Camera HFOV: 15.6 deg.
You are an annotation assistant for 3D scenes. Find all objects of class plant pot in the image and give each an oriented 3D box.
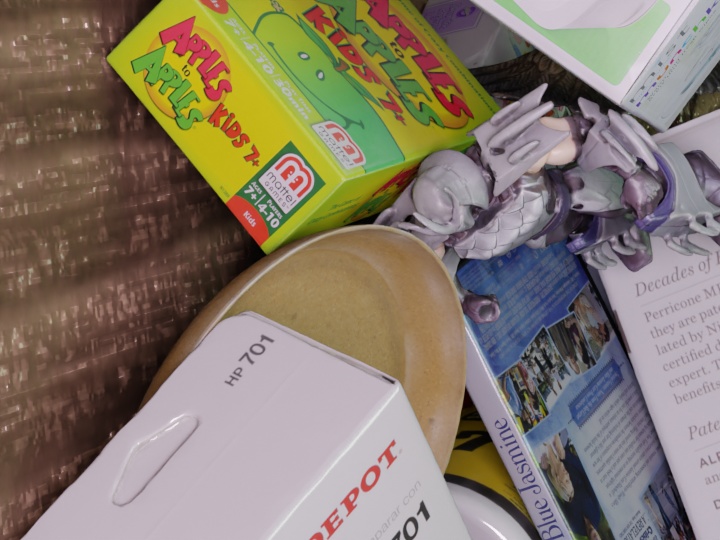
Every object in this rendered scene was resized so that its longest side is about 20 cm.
[{"bbox_3d":[-0.031,0.072,1.036,0.200,0.027,0.200,-31,133,-40],"label":"plant pot"}]

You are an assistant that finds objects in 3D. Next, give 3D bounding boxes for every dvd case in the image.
[{"bbox_3d":[0.101,0.072,1.211,0.200,0.018,0.143,63,29,-6],"label":"dvd case"}]

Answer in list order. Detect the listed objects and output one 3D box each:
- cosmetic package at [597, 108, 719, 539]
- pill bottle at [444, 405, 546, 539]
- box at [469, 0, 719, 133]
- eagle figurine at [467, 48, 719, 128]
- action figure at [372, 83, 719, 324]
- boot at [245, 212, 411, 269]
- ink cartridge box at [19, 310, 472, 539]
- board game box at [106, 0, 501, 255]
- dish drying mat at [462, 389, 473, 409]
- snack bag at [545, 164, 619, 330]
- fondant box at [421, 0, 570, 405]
[{"bbox_3d":[0.226,0.020,1.289,0.165,0.165,0.200,10,58,-70],"label":"cosmetic package"},{"bbox_3d":[0.059,0.128,1.256,0.200,0.114,0.115,-35,120,-68],"label":"pill bottle"},{"bbox_3d":[0.069,-0.158,1.111,0.097,0.200,0.176,-54,170,8],"label":"box"},{"bbox_3d":[0.124,-0.125,1.283,0.151,0.152,0.200,-61,149,-2],"label":"eagle figurine"},{"bbox_3d":[0.083,-0.026,1.110,0.200,0.130,0.070,-2,69,-53],"label":"action figure"},{"bbox_3d":[0.000,0.000,1.186,0.200,0.073,0.076,-56,148,-63],"label":"boot"},{"bbox_3d":[-0.029,0.138,0.976,0.146,0.086,0.200,-48,141,-22],"label":"ink cartridge box"},{"bbox_3d":[-0.015,-0.073,1.091,0.102,0.048,0.200,50,23,8],"label":"board game box"},{"bbox_3d":[0.063,0.098,1.412,0.077,0.018,0.200,-52,135,-60],"label":"dish drying mat"},{"bbox_3d":[0.131,0.013,1.353,0.200,0.021,0.189,-22,91,-64],"label":"snack bag"},{"bbox_3d":[0.076,-0.030,1.377,0.144,0.058,0.200,-65,139,-54],"label":"fondant box"}]
